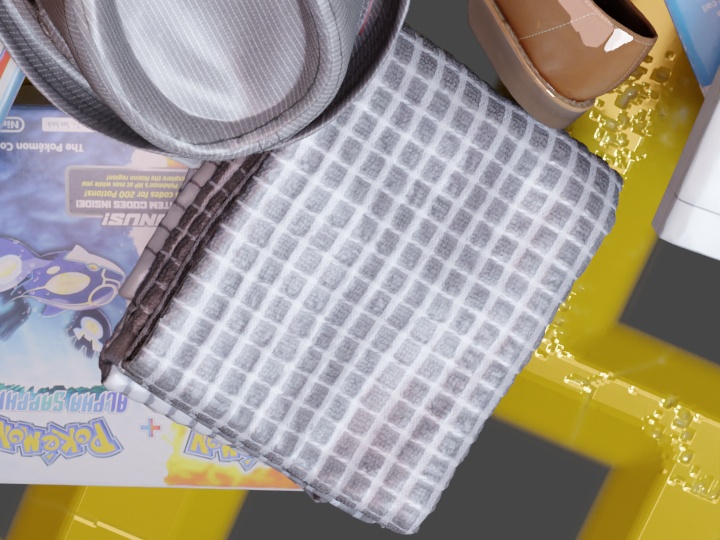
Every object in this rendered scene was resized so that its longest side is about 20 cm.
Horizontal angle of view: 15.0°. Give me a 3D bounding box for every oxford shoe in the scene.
[{"bbox_3d":[0.057,-0.162,1.162,0.071,0.071,0.200,-35,92,33],"label":"oxford shoe"}]

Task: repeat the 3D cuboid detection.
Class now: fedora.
[{"bbox_3d":[-0.066,-0.121,1.037,0.176,0.090,0.200,-18,116,5],"label":"fedora"}]

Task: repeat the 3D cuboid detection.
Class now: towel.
[{"bbox_3d":[0.000,0.000,1.179,0.165,0.086,0.200,31,91,-27],"label":"towel"}]

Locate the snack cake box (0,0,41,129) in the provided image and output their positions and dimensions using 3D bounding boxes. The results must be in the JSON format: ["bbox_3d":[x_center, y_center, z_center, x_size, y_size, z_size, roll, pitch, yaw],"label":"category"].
[{"bbox_3d":[-0.179,-0.124,1.125,0.115,0.067,0.200,27,112,-6],"label":"snack cake box"}]

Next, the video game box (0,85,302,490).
[{"bbox_3d":[-0.106,0.009,1.252,0.199,0.047,0.183,1,108,4],"label":"video game box"}]

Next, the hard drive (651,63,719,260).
[{"bbox_3d":[0.217,-0.084,1.111,0.132,0.027,0.200,18,108,-11],"label":"hard drive"}]

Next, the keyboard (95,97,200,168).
[{"bbox_3d":[-0.067,-0.146,1.157,0.056,0.011,0.201,26,71,-41],"label":"keyboard"}]

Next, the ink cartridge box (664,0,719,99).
[{"bbox_3d":[0.232,-0.067,1.182,0.145,0.084,0.200,-22,104,10],"label":"ink cartridge box"}]
